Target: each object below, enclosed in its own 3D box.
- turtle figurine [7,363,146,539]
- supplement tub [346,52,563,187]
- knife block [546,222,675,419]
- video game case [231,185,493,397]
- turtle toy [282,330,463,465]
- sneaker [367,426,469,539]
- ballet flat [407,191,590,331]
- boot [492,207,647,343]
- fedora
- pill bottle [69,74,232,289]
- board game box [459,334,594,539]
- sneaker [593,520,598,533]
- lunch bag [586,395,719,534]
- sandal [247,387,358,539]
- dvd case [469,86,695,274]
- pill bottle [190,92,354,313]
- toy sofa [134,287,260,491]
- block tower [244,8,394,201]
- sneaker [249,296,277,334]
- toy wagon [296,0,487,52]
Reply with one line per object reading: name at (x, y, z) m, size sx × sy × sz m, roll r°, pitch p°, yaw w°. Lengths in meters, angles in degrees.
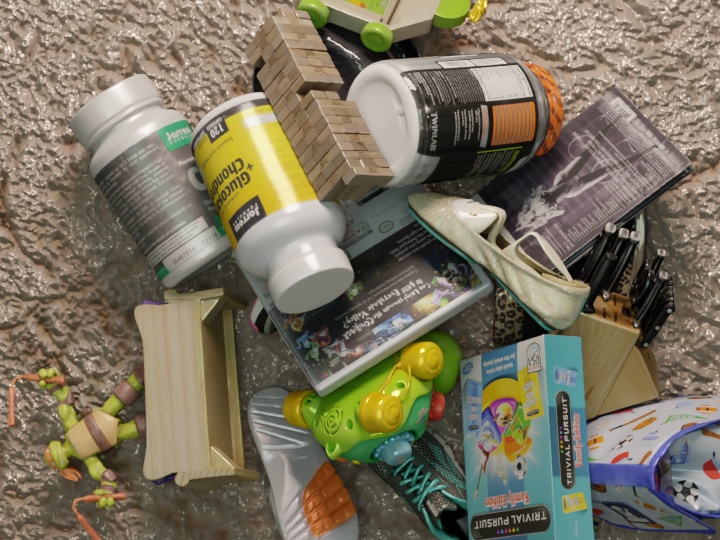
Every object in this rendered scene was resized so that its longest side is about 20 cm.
turtle figurine at (-0.262, 0.174, 1.664) m, size 0.161 × 0.064 × 0.200 m, roll -29°, pitch 80°, yaw -3°
supplement tub at (0.095, -0.149, 1.563) m, size 0.200 × 0.123 × 0.123 m, roll -9°, pitch 90°, yaw -37°
knife block at (0.216, 0.054, 1.560) m, size 0.200 × 0.064 × 0.176 m, roll -20°, pitch 114°, yaw 18°
video game case at (0.000, 0.000, 1.577) m, size 0.200 × 0.023 × 0.182 m, roll -31°, pitch 65°, yaw -4°
turtle toy at (0.029, 0.123, 1.591) m, size 0.200 × 0.146 × 0.101 m, roll -48°, pitch 120°, yaw -34°
sneaker at (0.077, 0.223, 1.623) m, size 0.200 × 0.091 × 0.078 m, roll 41°, pitch 97°, yaw 4°
ballet flat at (0.135, -0.025, 1.522) m, size 0.200 × 0.067 × 0.062 m, roll 40°, pitch 111°, yaw 10°
boot at (0.211, -0.010, 1.622) m, size 0.150 × 0.073 × 0.200 m, roll 2°, pitch 99°, yaw 4°
fedora at (-0.021, -0.183, 1.625) m, size 0.200 × 0.092 × 0.201 m, roll 0°, pitch 91°, yaw 4°
pill bottle at (-0.203, -0.091, 1.631) m, size 0.113 × 0.113 × 0.200 m, roll -34°, pitch 89°, yaw 4°
board game box at (0.156, 0.173, 1.532) m, size 0.047 × 0.151 × 0.200 m, roll 5°, pitch 75°, yaw -27°
sneaker at (0.204, 0.292, 1.626) m, size 0.082 × 0.074 × 0.200 m, roll -6°, pitch 91°, yaw 2°
lunch bag at (0.299, 0.187, 1.531) m, size 0.200 × 0.170 × 0.124 m, roll -4°, pitch 88°, yaw -32°
sandal at (-0.060, 0.220, 1.657) m, size 0.079 × 0.059 × 0.207 m, roll -16°, pitch 68°, yaw -12°
dvd case at (0.215, -0.082, 1.601) m, size 0.200 × 0.016 × 0.149 m, roll -37°, pitch 45°, yaw 4°
pill bottle at (-0.081, -0.064, 1.543) m, size 0.112 × 0.112 × 0.200 m, roll -27°, pitch 67°, yaw 4°
toy sofa at (-0.165, 0.121, 1.626) m, size 0.098 × 0.083 × 0.200 m, roll -9°, pitch 77°, yaw 13°
block tower at (-0.043, -0.155, 1.525) m, size 0.058 × 0.054 × 0.200 m, roll -46°, pitch 61°, yaw 37°
sneaker at (-0.022, 0.009, 1.637) m, size 0.200 × 0.074 × 0.087 m, roll -40°, pitch 82°, yaw -1°
toy wagon at (0.029, -0.285, 1.613) m, size 0.200 × 0.040 × 0.155 m, roll 22°, pitch 57°, yaw 3°
